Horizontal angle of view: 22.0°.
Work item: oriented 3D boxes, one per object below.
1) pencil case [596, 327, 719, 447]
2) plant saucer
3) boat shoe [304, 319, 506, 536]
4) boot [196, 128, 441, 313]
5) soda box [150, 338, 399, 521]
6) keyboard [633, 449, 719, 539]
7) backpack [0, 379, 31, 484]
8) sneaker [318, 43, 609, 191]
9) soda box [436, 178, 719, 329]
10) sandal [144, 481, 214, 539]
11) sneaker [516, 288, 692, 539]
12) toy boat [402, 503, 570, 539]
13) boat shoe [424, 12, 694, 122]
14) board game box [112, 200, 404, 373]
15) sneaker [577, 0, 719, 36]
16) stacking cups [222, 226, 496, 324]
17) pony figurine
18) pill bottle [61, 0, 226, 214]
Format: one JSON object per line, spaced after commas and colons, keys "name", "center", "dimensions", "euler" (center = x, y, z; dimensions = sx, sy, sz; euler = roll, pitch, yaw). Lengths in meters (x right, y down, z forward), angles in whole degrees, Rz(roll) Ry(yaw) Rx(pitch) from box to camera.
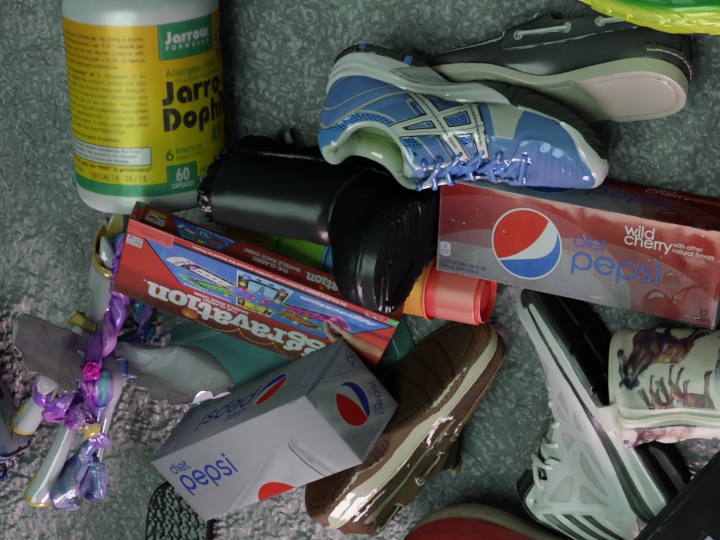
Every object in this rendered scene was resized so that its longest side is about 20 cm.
{"name": "pencil case", "center": [0.255, 0.078, 1.196], "dimensions": [0.198, 0.090, 0.079], "euler": [1, 112, 14]}
{"name": "plant saucer", "center": [-0.056, 0.057, 1.396], "dimensions": [0.198, 0.019, 0.071], "euler": [-16, 102, 28]}
{"name": "boat shoe", "center": [0.046, 0.117, 1.351], "dimensions": [0.074, 0.075, 0.202], "euler": [29, 118, -28]}
{"name": "boot", "center": [-0.032, -0.038, 1.252], "dimensions": [0.161, 0.198, 0.074], "euler": [13, 111, 13]}
{"name": "soda box", "center": [-0.065, 0.121, 1.361], "dimensions": [0.068, 0.064, 0.199], "euler": [49, 138, -15]}
{"name": "keyboard", "center": [0.241, 0.208, 1.264], "dimensions": [0.127, 0.021, 0.200], "euler": [42, 96, -14]}
{"name": "backpack", "center": [-0.362, 0.125, 1.466], "dimensions": [0.153, 0.190, 0.201], "euler": [-35, 92, 15]}
{"name": "sneaker", "center": [0.065, -0.082, 1.218], "dimensions": [0.198, 0.078, 0.076], "euler": [15, 152, 15]}
{"name": "soda box", "center": [0.153, -0.022, 1.241], "dimensions": [0.198, 0.063, 0.071], "euler": [12, 114, 20]}
{"name": "sandal", "center": [-0.149, 0.266, 1.508], "dimensions": [0.074, 0.045, 0.202], "euler": [13, 99, 15]}
{"name": "sneaker", "center": [0.138, 0.112, 1.290], "dimensions": [0.115, 0.076, 0.202], "euler": [-28, 97, 29]}
{"name": "toy boat", "center": [0.103, 0.260, 1.320], "dimensions": [0.198, 0.131, 0.131], "euler": [21, 131, 17]}
{"name": "boat shoe", "center": [0.129, -0.137, 1.226], "dimensions": [0.198, 0.063, 0.073], "euler": [1, 151, 34]}
{"name": "board game box", "center": [-0.075, 0.019, 1.311], "dimensions": [0.198, 0.020, 0.103], "euler": [21, 148, -3]}
{"name": "sneaker", "center": [0.171, -0.198, 1.141], "dimensions": [0.199, 0.074, 0.084], "euler": [29, 111, 36]}
{"name": "stacking cups", "center": [0.000, 0.000, 1.323], "dimensions": [0.198, 0.060, 0.061], "euler": [11, 113, 18]}
{"name": "pony figurine", "center": [-0.200, 0.077, 1.387], "dimensions": [0.165, 0.193, 0.201], "euler": [13, 115, -24]}
{"name": "pill bottle", "center": [-0.153, -0.150, 1.311], "dimensions": [0.112, 0.113, 0.202], "euler": [7, 111, 23]}
